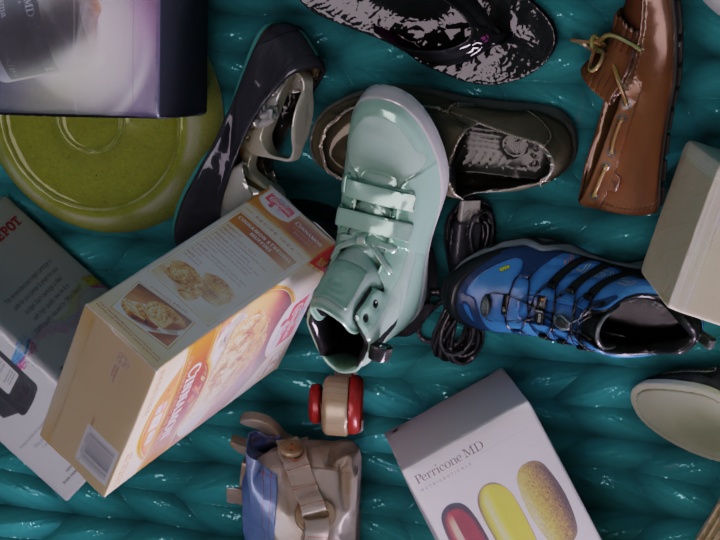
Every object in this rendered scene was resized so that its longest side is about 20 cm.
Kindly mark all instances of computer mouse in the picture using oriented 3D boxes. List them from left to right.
[{"bbox_3d":[0.000,0.000,1.512,0.198,0.053,0.140,10,112,9],"label":"computer mouse"}]

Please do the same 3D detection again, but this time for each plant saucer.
[{"bbox_3d":[-0.204,-0.120,1.528,0.198,0.031,0.202,4,111,11],"label":"plant saucer"}]

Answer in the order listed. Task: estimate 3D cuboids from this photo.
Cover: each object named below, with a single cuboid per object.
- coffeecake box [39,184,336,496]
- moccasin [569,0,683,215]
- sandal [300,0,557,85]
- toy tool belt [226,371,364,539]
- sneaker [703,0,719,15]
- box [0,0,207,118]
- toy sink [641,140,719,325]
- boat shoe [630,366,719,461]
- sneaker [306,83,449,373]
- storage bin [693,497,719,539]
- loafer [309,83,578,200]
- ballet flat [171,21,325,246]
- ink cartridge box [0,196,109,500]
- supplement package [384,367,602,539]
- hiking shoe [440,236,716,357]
[{"bbox_3d":[-0.124,0.049,1.436,0.073,0.200,0.154,41,137,14],"label":"coffeecake box"},{"bbox_3d":[0.187,-0.138,1.412,0.077,0.074,0.203,4,120,1],"label":"moccasin"},{"bbox_3d":[0.043,-0.182,1.438,0.199,0.048,0.076,18,112,7],"label":"sandal"},{"bbox_3d":[-0.062,0.174,1.553,0.122,0.125,0.202,3,110,3],"label":"toy tool belt"},{"bbox_3d":[0.310,-0.251,1.348,0.088,0.075,0.200,33,114,-20],"label":"sneaker"},{"bbox_3d":[-0.218,-0.213,1.428,0.197,0.123,0.202,2,96,11],"label":"box"},{"bbox_3d":[0.310,-0.001,1.373,0.199,0.130,0.113,17,101,-4],"label":"toy sink"},{"bbox_3d":[0.298,0.098,1.468,0.198,0.066,0.075,3,130,40],"label":"boat shoe"},{"bbox_3d":[0.008,-0.023,1.398,0.073,0.118,0.202,12,123,20],"label":"sneaker"},{"bbox_3d":[0.342,0.267,1.507,0.199,0.094,0.199,27,113,3],"label":"storage bin"},{"bbox_3d":[0.059,-0.093,1.448,0.198,0.070,0.076,-1,109,8],"label":"loafer"},{"bbox_3d":[-0.080,-0.088,1.486,0.073,0.073,0.201,27,111,2],"label":"ballet flat"},{"bbox_3d":[-0.253,0.056,1.540,0.200,0.146,0.083,42,118,-4],"label":"ink cartridge box"},{"bbox_3d":[0.115,0.195,1.509,0.113,0.110,0.201,-29,102,-1],"label":"supplement package"},{"bbox_3d":[0.158,0.022,1.453,0.198,0.087,0.075,1,109,3],"label":"hiking shoe"}]
